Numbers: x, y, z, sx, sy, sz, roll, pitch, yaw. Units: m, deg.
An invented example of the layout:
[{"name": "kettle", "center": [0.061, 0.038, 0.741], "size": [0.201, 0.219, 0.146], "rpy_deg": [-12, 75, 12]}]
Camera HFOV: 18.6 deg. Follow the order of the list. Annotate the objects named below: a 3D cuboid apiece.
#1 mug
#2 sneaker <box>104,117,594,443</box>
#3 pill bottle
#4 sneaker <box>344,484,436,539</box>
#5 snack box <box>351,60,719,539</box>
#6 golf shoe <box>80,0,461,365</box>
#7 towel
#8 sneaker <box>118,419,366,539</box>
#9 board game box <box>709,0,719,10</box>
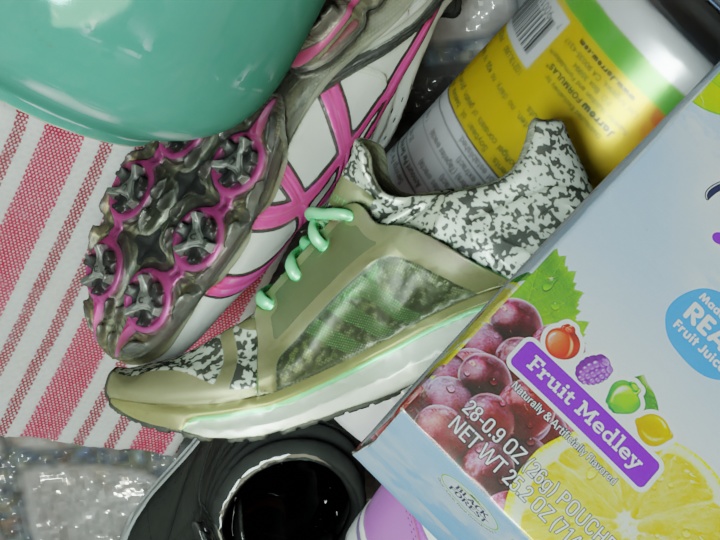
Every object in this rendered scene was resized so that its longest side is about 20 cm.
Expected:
[{"name": "mug", "center": [-0.100, -0.119, 0.742], "size": [0.184, 0.152, 0.115], "rpy_deg": [28, 103, 8]}, {"name": "sneaker", "center": [0.000, 0.000, 0.772], "size": [0.198, 0.077, 0.089], "rpy_deg": [-17, 94, 7]}, {"name": "pill bottle", "center": [0.063, -0.021, 0.844], "size": [0.111, 0.111, 0.200], "rpy_deg": [38, 110, -14]}, {"name": "sneaker", "center": [0.087, 0.137, 0.806], "size": [0.201, 0.073, 0.114], "rpy_deg": [47, 125, 9]}, {"name": "snack box", "center": [0.125, 0.042, 0.695], "size": [0.169, 0.068, 0.200], "rpy_deg": [44, 66, 1]}, {"name": "golf shoe", "center": [-0.027, -0.044, 0.826], "size": [0.092, 0.072, 0.201], "rpy_deg": [33, 91, -49]}, {"name": "towel", "center": [-0.124, 0.000, 0.866], "size": [0.199, 0.030, 0.147], "rpy_deg": [12, 119, -38]}, {"name": "sneaker", "center": [-0.058, 0.121, 0.919], "size": [0.070, 0.099, 0.201], "rpy_deg": [26, 114, -12]}, {"name": "board game box", "center": [0.210, -0.115, 0.755], "size": [0.199, 0.062, 0.200], "rpy_deg": [-32, 110, 14]}]
